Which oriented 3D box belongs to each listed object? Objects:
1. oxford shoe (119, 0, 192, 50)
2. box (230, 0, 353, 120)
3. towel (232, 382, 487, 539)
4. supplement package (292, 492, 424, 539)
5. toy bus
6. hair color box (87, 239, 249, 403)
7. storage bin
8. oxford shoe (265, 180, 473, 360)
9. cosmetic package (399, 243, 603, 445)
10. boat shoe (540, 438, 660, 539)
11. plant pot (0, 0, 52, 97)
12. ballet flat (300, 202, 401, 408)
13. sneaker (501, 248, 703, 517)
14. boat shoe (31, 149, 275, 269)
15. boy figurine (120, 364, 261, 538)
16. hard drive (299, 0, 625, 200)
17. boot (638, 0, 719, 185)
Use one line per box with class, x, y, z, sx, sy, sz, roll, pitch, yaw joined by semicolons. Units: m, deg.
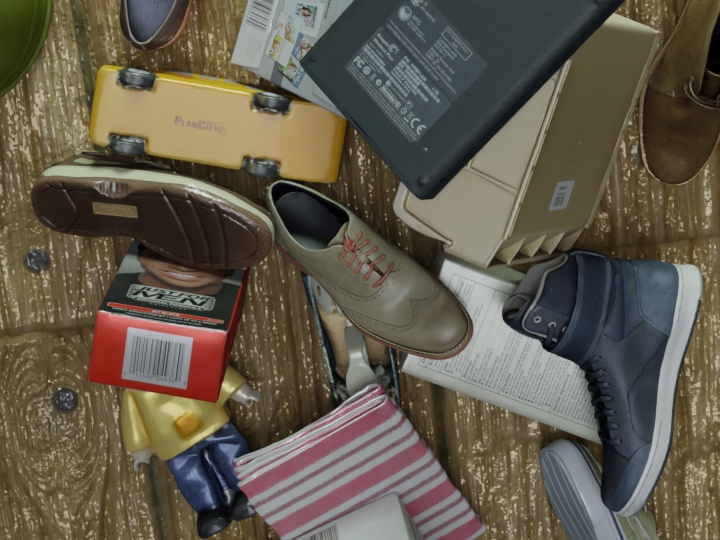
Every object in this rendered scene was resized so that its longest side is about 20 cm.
oxford shoe;-0.147;-0.269;1.457;0.071;0.073;0.200;9;102;-1
box;-0.002;-0.197;1.423;0.200;0.041;0.156;29;109;39
towel;0.002;0.189;1.547;0.146;0.030;0.200;-29;127;9
supplement package;0.014;0.323;1.520;0.152;0.151;0.200;-26;119;6
toy bus;-0.111;-0.119;1.487;0.200;0.078;0.065;9;103;-1
hair color box;-0.145;0.033;1.457;0.101;0.200;0.061;9;107;-2
storage bin;0.128;-0.112;1.414;0.094;0.200;0.199;24;103;21
oxford shoe;0.000;0.000;1.458;0.200;0.075;0.071;33;80;18
cosmetic package;0.141;0.063;1.527;0.200;0.073;0.104;21;101;-4
boat shoe;0.217;0.220;1.573;0.062;0.072;0.200;-33;105;-18
plant pot;-0.349;-0.203;1.413;0.200;0.193;0.201;0;102;1
ballet flat;-0.005;0.043;1.528;0.074;0.074;0.200;-15;102;4
sneaker;0.173;0.083;1.448;0.146;0.077;0.203;11;91;-14
boat shoe;-0.157;-0.059;1.490;0.202;0.075;0.075;15;125;12
boy figurine;-0.145;0.116;1.548;0.124;0.064;0.200;-24;104;8
hard drive;0.068;-0.168;1.308;0.200;0.033;0.140;-46;75;21
boot;0.264;-0.146;1.463;0.073;0.076;0.200;12;122;-1
